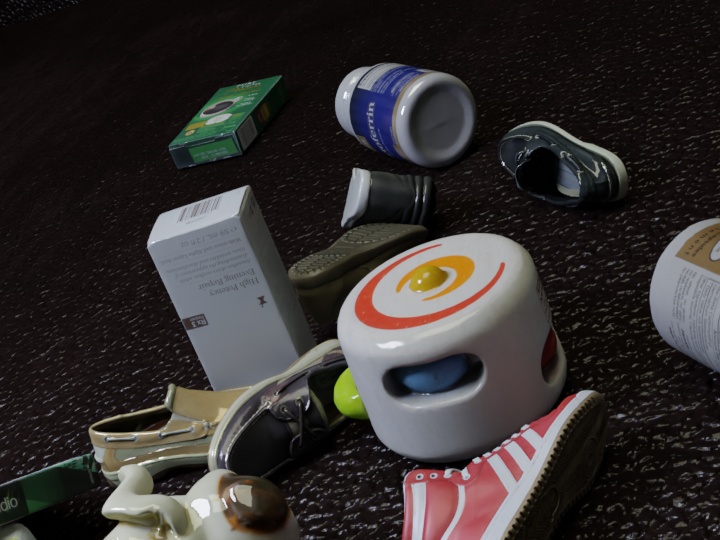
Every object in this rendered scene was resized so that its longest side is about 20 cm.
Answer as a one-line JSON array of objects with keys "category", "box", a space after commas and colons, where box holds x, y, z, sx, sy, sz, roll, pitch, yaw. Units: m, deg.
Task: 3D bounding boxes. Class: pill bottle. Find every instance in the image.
[{"category": "pill bottle", "box": [0.319, 0.038, 1.041, 0.113, 0.116, 0.200, -29, 25, -14]}, {"category": "pill bottle", "box": [0.052, -0.202, 1.749, 0.115, 0.117, 0.199, -31, 25, -18]}]

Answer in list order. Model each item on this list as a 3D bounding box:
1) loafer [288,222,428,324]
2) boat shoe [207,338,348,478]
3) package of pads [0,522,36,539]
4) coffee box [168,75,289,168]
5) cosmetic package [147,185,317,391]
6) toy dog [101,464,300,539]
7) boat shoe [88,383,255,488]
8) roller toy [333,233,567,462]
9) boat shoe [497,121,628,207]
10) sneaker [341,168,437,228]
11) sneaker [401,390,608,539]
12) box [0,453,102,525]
[{"category": "loafer", "box": [0.000, 0.000, 1.456, 0.075, 0.069, 0.199, 8, 23, 43]}, {"category": "boat shoe", "box": [-0.054, 0.127, 1.238, 0.064, 0.073, 0.199, -4, 24, 47]}, {"category": "package of pads", "box": [-0.365, 0.304, 1.154, 0.197, 0.069, 0.155, -20, 26, 6]}, {"category": "coffee box", "box": [-0.197, -0.228, 2.101, 0.121, 0.044, 0.201, -10, 28, 25]}, {"category": "cosmetic package", "box": [-0.119, 0.031, 1.327, 0.100, 0.202, 0.074, -17, 25, 13]}, {"category": "toy dog", "box": [-0.138, 0.226, 1.036, 0.199, 0.141, 0.193, -33, 40, -22]}, {"category": "boat shoe", "box": [-0.161, 0.141, 1.293, 0.197, 0.077, 0.072, -21, 24, 4]}, {"category": "roller toy", "box": [0.078, 0.057, 1.178, 0.199, 0.141, 0.182, -33, 27, -23]}, {"category": "boat shoe", "box": [0.200, -0.109, 1.487, 0.065, 0.076, 0.199, -21, 31, -26]}, {"category": "sneaker", "box": [0.034, -0.077, 1.588, 0.098, 0.072, 0.200, 10, 0, -6]}, {"category": "sneaker", "box": [0.105, 0.158, 1.039, 0.111, 0.072, 0.200, 4, 38, 39]}, {"category": "box", "box": [-0.348, 0.218, 1.223, 0.143, 0.037, 0.199, -23, -4, 44]}]
